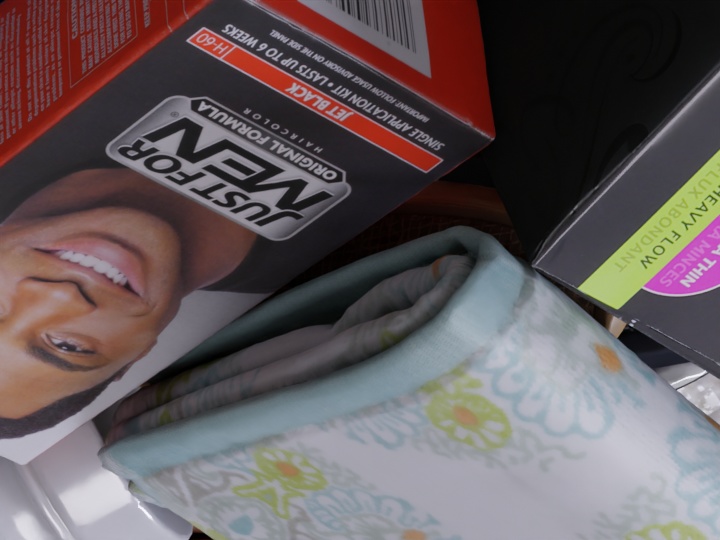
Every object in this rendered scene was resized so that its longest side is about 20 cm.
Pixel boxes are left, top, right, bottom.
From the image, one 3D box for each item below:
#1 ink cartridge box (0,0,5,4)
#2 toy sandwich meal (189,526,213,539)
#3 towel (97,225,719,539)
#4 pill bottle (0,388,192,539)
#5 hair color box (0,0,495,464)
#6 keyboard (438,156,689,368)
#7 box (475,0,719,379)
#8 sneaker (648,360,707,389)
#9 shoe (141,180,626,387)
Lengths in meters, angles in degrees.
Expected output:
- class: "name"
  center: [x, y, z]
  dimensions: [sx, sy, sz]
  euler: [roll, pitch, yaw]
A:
- class: "ink cartridge box"
  center: [-0.120, -0.146, 0.746]
  dimensions: [0.136, 0.076, 0.200]
  euler: [-28, 130, 6]
- class: "toy sandwich meal"
  center: [-0.083, 0.174, 1.000]
  dimensions: [0.205, 0.070, 0.205]
  euler: [-8, 128, -10]
- class: "towel"
  center: [0.035, 0.066, 0.797]
  dimensions: [0.171, 0.048, 0.200]
  euler: [36, 150, -22]
- class: "pill bottle"
  center: [-0.160, 0.099, 0.896]
  dimensions: [0.200, 0.111, 0.111]
  euler: [-29, 129, 7]
- class: "hair color box"
  center: [-0.069, -0.028, 0.768]
  dimensions: [0.101, 0.061, 0.200]
  euler: [27, 133, -36]
- class: "keyboard"
  center: [0.066, 0.022, 0.889]
  dimensions: [0.200, 0.021, 0.127]
  euler: [-10, 87, 9]
- class: "box"
  center: [0.110, -0.081, 0.777]
  dimensions: [0.124, 0.200, 0.149]
  euler: [29, 115, -32]
- class: "sneaker"
  center: [0.106, -0.008, 0.929]
  dimensions: [0.200, 0.081, 0.084]
  euler: [-18, 98, 5]
- class: "shoe"
  center: [0.000, 0.000, 0.839]
  dimensions: [0.200, 0.053, 0.070]
  euler: [-2, 113, 37]
